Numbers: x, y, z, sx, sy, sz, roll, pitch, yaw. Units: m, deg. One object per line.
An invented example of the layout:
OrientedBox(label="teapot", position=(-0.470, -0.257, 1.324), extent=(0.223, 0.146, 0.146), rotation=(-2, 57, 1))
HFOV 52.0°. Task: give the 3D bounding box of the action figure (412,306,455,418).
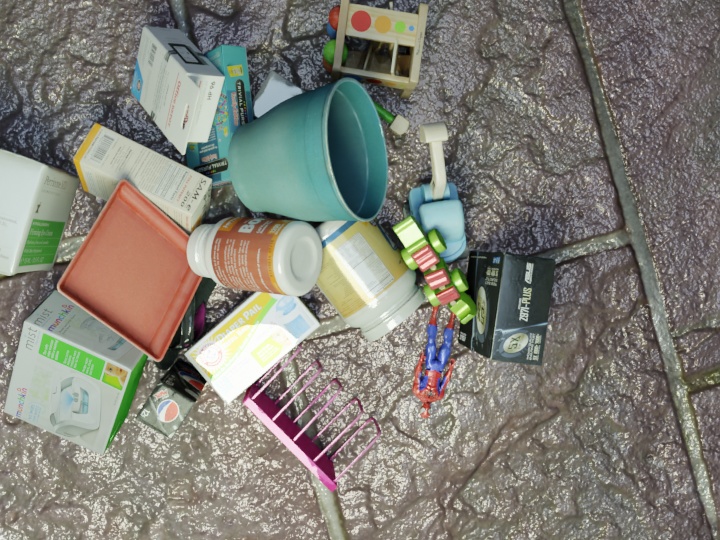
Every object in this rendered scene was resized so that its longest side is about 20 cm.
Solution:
OrientedBox(label="action figure", position=(0.129, 0.156, 1.273), extent=(0.065, 0.052, 0.202), rotation=(11, 93, -9))

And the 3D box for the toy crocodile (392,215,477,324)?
OrientedBox(label="toy crocodile", position=(0.118, 0.000, 1.166), extent=(0.067, 0.062, 0.201), rotation=(-27, 112, 15))

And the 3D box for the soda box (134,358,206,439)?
OrientedBox(label="soda box", position=(-0.291, 0.197, 1.160), extent=(0.063, 0.200, 0.071), rotation=(34, 89, -7))

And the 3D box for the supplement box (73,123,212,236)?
OrientedBox(label="supplement box", position=(-0.342, -0.137, 1.177), extent=(0.199, 0.126, 0.074), rotation=(26, 69, -5))

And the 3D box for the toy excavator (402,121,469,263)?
OrientedBox(label="toy excavator", position=(0.126, -0.117, 1.189), extent=(0.099, 0.200, 0.197), rotation=(-8, 78, -4))

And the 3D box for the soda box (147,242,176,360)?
OrientedBox(label="soda box", position=(-0.340, 0.045, 1.219), extent=(0.067, 0.063, 0.202), rotation=(4, 92, -4))

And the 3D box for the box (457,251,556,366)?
OrientedBox(label="box", position=(0.232, 0.055, 1.200), extent=(0.085, 0.200, 0.166), rotation=(7, 92, -7))

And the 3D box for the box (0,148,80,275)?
OrientedBox(label="box", position=(-0.570, -0.103, 1.128), extent=(0.198, 0.199, 0.173), rotation=(17, 90, -7))

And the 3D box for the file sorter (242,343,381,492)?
OrientedBox(label="file sorter", position=(-0.076, 0.229, 1.211), extent=(0.125, 0.139, 0.200), rotation=(-44, 95, -3))

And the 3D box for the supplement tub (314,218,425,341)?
OrientedBox(label="supplement tub", position=(0.000, 0.000, 1.207), extent=(0.144, 0.145, 0.201), rotation=(-38, 95, -3))

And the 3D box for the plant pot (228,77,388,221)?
OrientedBox(label="plant pot", position=(-0.083, -0.164, 1.080), extent=(0.186, 0.200, 0.202), rotation=(-4, 92, 26))

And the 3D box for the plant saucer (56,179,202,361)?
OrientedBox(label="plant saucer", position=(-0.338, 0.002, 1.106), extent=(0.200, 0.036, 0.201), rotation=(47, 50, -38))

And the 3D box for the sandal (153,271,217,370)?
OrientedBox(label="sandal", position=(-0.273, 0.068, 1.192), extent=(0.048, 0.075, 0.202), rotation=(15, 67, 22))

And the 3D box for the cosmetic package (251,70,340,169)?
OrientedBox(label="cosmetic package", position=(-0.083, -0.233, 1.213), extent=(0.199, 0.107, 0.091), rotation=(29, 88, -3))

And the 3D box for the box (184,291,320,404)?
OrientedBox(label="box", position=(-0.176, 0.108, 1.216), extent=(0.200, 0.101, 0.113), rotation=(-41, 95, -3))

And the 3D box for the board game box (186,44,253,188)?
OrientedBox(label="board game box", position=(-0.230, -0.239, 1.180), extent=(0.047, 0.150, 0.202), rotation=(-8, 94, -40))

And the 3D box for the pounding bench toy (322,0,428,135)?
OrientedBox(label="pounding bench toy", position=(0.013, -0.330, 1.208), extent=(0.154, 0.124, 0.202), rotation=(7, 91, -5))

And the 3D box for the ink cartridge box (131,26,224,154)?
OrientedBox(label="ink cartridge box", position=(-0.277, -0.277, 1.139), extent=(0.067, 0.200, 0.117), rotation=(-8, 134, -40))

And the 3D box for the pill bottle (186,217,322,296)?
OrientedBox(label="pill bottle", position=(-0.166, -0.025, 1.132), extent=(0.198, 0.112, 0.114), rotation=(5, 92, 32))

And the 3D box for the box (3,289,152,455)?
OrientedBox(label="box", position=(-0.442, 0.161, 1.160), extent=(0.175, 0.097, 0.201), rotation=(26, 121, -5))
